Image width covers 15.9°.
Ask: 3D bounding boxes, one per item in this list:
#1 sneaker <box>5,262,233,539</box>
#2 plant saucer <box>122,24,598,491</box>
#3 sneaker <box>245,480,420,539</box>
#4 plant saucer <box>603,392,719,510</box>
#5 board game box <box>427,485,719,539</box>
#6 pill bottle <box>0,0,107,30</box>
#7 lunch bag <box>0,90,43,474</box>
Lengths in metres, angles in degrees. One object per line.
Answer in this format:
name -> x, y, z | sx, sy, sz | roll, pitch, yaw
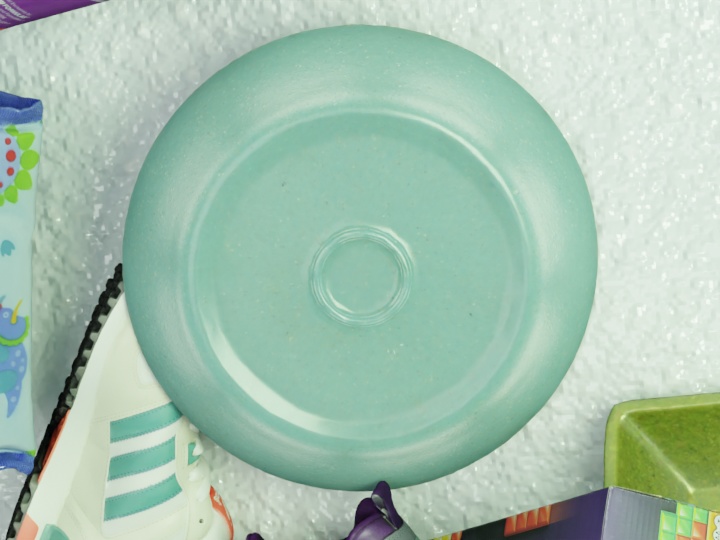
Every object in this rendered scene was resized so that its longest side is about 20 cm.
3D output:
sneaker -> -0.090, 0.077, 1.137 | 0.093, 0.070, 0.200 | 22, 103, -8
plant saucer -> 0.000, 0.000, 1.064 | 0.200, 0.036, 0.200 | 0, 102, 0
sneaker -> -0.053, 0.160, 1.120 | 0.200, 0.074, 0.088 | -27, 105, 13
plant saucer -> 0.196, 0.142, 1.009 | 0.200, 0.048, 0.200 | -7, 61, 21
board game box -> 0.065, 0.194, 0.985 | 0.057, 0.165, 0.200 | 15, 70, -20
pill bottle -> -0.099, -0.170, 1.061 | 0.200, 0.112, 0.113 | -13, 95, 21
lunch bag -> -0.230, -0.005, 1.134 | 0.200, 0.127, 0.170 | 15, 106, 47
